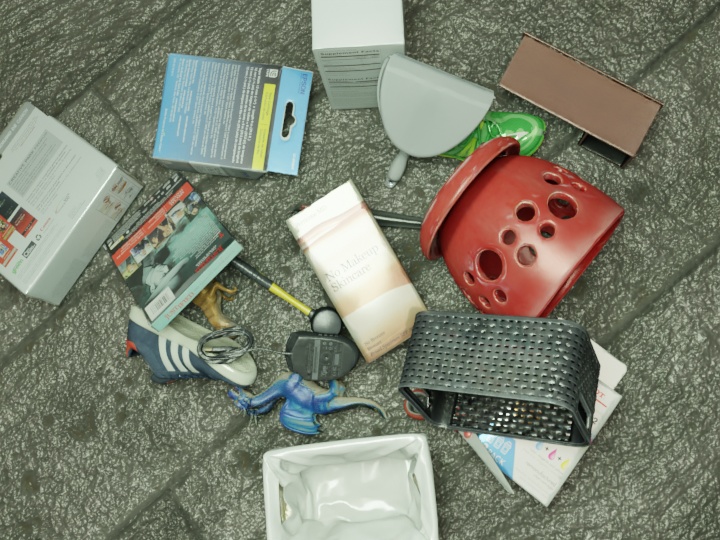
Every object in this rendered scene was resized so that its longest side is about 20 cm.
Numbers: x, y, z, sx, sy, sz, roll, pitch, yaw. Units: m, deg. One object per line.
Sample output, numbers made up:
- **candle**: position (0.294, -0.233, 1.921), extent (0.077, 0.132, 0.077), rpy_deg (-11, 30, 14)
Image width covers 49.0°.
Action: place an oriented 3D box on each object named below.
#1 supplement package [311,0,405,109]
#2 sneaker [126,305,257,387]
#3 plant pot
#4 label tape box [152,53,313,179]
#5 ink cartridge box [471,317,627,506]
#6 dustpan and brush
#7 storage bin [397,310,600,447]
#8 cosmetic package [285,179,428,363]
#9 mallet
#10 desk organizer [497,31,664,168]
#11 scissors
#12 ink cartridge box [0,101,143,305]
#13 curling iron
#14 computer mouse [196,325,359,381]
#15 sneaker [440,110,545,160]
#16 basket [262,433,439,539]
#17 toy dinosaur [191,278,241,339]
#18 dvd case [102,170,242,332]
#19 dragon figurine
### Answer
- **supplement package**: position (0.003, -0.291, 0.988), extent (0.107, 0.200, 0.116), rpy_deg (-2, 81, 4)
- **sneaker**: position (-0.220, 0.117, 1.013), extent (0.197, 0.075, 0.086), rpy_deg (25, 102, 25)
- **plant pot**: position (0.185, -0.045, 0.945), extent (0.182, 0.201, 0.201), rpy_deg (42, 87, 17)
- **label tape box**: position (-0.166, -0.201, 1.060), extent (0.195, 0.066, 0.147), rpy_deg (8, 83, 3)
- **ink cartridge box**: position (0.236, 0.167, 0.972), extent (0.114, 0.068, 0.202), rpy_deg (35, 87, 9)
- **dustpan and brush**: position (0.067, -0.170, 0.981), extent (0.137, 0.058, 0.202), rpy_deg (19, 128, -7)
- **storage bin**: position (0.156, 0.120, 0.883), extent (0.196, 0.135, 0.095), rpy_deg (3, 62, 29)
- **cosmetic package**: position (0.000, 0.000, 0.990), extent (0.102, 0.087, 0.202), rpy_deg (-32, 90, 2)
- **mallet**: position (-0.106, 0.025, 0.995), extent (0.198, 0.066, 0.042), rpy_deg (34, 88, -12)
- **desk organizer**: position (0.277, -0.218, 1.021), extent (0.198, 0.072, 0.078), rpy_deg (30, 88, 8)
- **scissors**: position (0.127, 0.183, 0.955), extent (0.199, 0.014, 0.074), rpy_deg (33, 85, 43)
- **ink cartridge box**: position (-0.422, -0.091, 1.053), extent (0.174, 0.084, 0.202), rpy_deg (35, 86, 15)
- **curling iron**: position (-0.003, -0.062, 1.047), extent (0.195, 0.026, 0.051), rpy_deg (0, 95, 3)
- **computer mouse**: position (-0.099, 0.097, 0.960), extent (0.195, 0.034, 0.060), rpy_deg (7, 103, -8)
- **sneaker**: position (0.140, -0.178, 1.019), extent (0.195, 0.084, 0.076), rpy_deg (3, 83, 5)
- **basket**: position (-0.009, 0.271, 0.951), extent (0.195, 0.123, 0.139), rpy_deg (-6, 81, 3)
- **toy dinosaur**: position (-0.224, 0.003, 1.038), extent (0.200, 0.060, 0.106), rpy_deg (43, 89, 9)
- **dvd case**: position (-0.244, -0.031, 1.010), extent (0.146, 0.022, 0.200), rpy_deg (-45, 45, -2)
- **dragon figurine**: position (-0.067, 0.174, 1.002), extent (0.197, 0.059, 0.101), rpy_deg (24, 85, 8)
